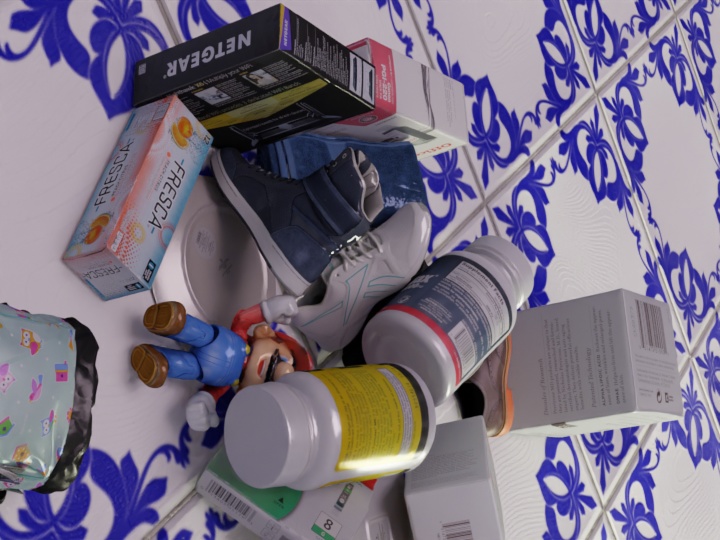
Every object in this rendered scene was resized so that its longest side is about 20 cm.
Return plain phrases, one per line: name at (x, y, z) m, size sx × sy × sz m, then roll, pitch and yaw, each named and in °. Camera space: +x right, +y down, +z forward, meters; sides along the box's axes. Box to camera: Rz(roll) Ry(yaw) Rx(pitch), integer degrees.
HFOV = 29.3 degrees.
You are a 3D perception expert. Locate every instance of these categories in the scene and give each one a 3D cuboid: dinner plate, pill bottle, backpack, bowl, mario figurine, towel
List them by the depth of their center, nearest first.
backpack at (-0.305, 0.090, 1.086) m, size 0.199 × 0.125 × 0.170 m, roll 20°, pitch 66°, yaw -47°
pill bottle at (-0.029, 0.153, 1.350) m, size 0.198 × 0.113 × 0.116 m, roll -1°, pitch 79°, yaw -46°
mario figurine at (-0.118, 0.087, 1.354) m, size 0.198 × 0.124 × 0.107 m, roll 14°, pitch 40°, yaw -43°
dinner plate at (-0.146, -0.001, 1.437) m, size 0.199 × 0.024 × 0.203 m, roll 24°, pitch 59°, yaw -49°
bowl at (-0.005, 0.293, 1.496) m, size 0.199 × 0.074 × 0.203 m, roll -2°, pitch 82°, yaw -55°
pill bottle at (0.103, 0.050, 1.522) m, size 0.200 × 0.119 × 0.121 m, roll -40°, pitch 112°, yaw -39°
towel at (-0.017, -0.102, 1.551) m, size 0.197 × 0.049 × 0.113 m, roll 6°, pitch 55°, yaw -29°

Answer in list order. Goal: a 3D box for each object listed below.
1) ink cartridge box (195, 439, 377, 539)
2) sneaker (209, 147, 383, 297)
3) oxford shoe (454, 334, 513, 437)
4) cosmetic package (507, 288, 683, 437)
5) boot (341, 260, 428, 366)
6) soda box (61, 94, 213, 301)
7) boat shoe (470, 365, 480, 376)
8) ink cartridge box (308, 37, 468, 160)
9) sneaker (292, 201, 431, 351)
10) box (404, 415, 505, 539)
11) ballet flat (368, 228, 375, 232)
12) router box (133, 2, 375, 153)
ink cartridge box at (-0.055, 0.192, 1.411) m, size 0.160 × 0.050 × 0.201 m, roll 34°, pitch 47°, yaw 0°
sneaker at (-0.062, -0.089, 1.424) m, size 0.203 × 0.146 × 0.077 m, roll 53°, pitch 10°, yaw 33°
oxford shoe at (0.152, 0.117, 1.786) m, size 0.072 × 0.071 × 0.203 m, roll -3°, pitch 82°, yaw -50°
cosmetic package at (0.314, 0.132, 1.898) m, size 0.164 × 0.198 × 0.168 m, roll 13°, pitch 67°, yaw -52°
boot at (0.063, 0.097, 1.667) m, size 0.164 × 0.072 × 0.199 m, roll 61°, pitch 42°, yaw -35°
soda box at (-0.211, -0.072, 1.330) m, size 0.069 × 0.063 × 0.202 m, roll 48°, pitch 44°, yaw -35°
boat shoe at (0.062, 0.128, 1.571) m, size 0.075 × 0.066 × 0.199 m, roll 48°, pitch 51°, yaw 8°
ink cartridge box at (0.016, -0.188, 1.623) m, size 0.199 × 0.144 × 0.086 m, roll 12°, pitch 68°, yaw -52°
sneaker at (0.000, 0.000, 1.518) m, size 0.080 × 0.201 × 0.071 m, roll 33°, pitch 13°, yaw -35°
box at (0.109, 0.264, 1.566) m, size 0.200 × 0.096 × 0.126 m, roll -75°, pitch 153°, yaw -76°
ballet flat at (-0.015, -0.053, 1.602) m, size 0.200 × 0.072 × 0.074 m, roll -40°, pitch 112°, yaw -46°
router box at (-0.107, -0.188, 1.399) m, size 0.157 × 0.198 × 0.053 m, roll 25°, pitch 59°, yaw -49°
